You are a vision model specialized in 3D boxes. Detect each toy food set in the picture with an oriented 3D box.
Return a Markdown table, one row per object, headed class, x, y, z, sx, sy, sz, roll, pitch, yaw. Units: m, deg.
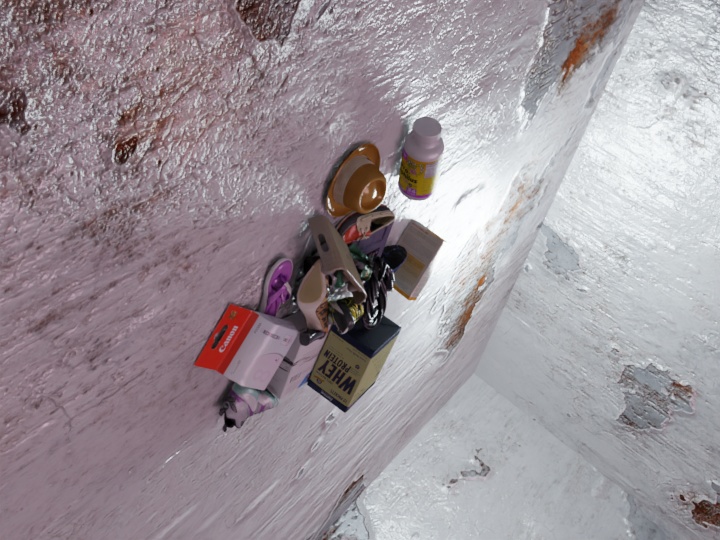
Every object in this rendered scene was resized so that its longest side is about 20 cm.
| class | x | y | z | sx | sy | sz | roll | pitch | yaw |
| --- | --- | --- | --- | --- | --- | --- | --- | --- | --- |
| toy food set | -0.056 | -0.019 | 1.629 | 0.059 | 0.146 | 0.200 | -26 | 150 | 7 |

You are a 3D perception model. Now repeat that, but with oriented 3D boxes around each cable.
| class | x | y | z | sx | sy | sz | roll | pitch | yaw |
| --- | --- | --- | --- | --- | --- | --- | --- | --- | --- |
| cable | 0.037 | 0.058 | 1.822 | 0.201 | 0.050 | 0.166 | 74 | 37 | -66 |

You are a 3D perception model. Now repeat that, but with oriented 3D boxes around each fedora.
| class | x | y | z | sx | sy | sz | roll | pitch | yaw |
| --- | --- | --- | --- | --- | --- | --- | --- | --- | --- |
| fedora | 0.005 | -0.188 | 1.618 | 0.201 | 0.081 | 0.203 | -45 | 157 | -25 |

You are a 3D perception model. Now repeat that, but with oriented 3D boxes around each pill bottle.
| class | x | y | z | sx | sy | sz | roll | pitch | yaw |
| --- | --- | --- | --- | --- | --- | --- | --- | --- | --- |
| pill bottle | 0.153 | -0.279 | 1.776 | 0.104 | 0.103 | 0.203 | -40 | 154 | -31 |

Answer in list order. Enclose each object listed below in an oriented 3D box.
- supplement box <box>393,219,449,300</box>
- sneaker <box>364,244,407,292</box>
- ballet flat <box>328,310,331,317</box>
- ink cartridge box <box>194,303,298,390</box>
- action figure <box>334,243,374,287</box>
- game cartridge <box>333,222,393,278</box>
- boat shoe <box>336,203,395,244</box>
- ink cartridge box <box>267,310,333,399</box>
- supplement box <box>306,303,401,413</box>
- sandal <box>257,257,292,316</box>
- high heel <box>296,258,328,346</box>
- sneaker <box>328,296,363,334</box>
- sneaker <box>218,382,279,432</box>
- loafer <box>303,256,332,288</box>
| class | x | y | z | sx | sy | sz | roll | pitch | yaw |
| --- | --- | --- | --- | --- | --- | --- | --- | --- | --- |
| supplement box | 0.158 | -0.030 | 2.116 | 0.203 | 0.125 | 0.073 | -58 | 157 | 11 |
| sneaker | 0.056 | 0.005 | 2.043 | 0.199 | 0.075 | 0.079 | -43 | 165 | -11 |
| ballet flat | -0.055 | 0.117 | 1.940 | 0.198 | 0.069 | 0.071 | -21 | 141 | -57 |
| ink cartridge box | -0.246 | 0.173 | 1.573 | 0.165 | 0.057 | 0.198 | -58 | 146 | 7 |
| action figure | 0.000 | 0.000 | 1.843 | 0.120 | 0.054 | 0.199 | -61 | 162 | 6 |
| game cartridge | 0.011 | -0.058 | 1.889 | 0.198 | 0.038 | 0.132 | -29 | 143 | -49 |
| boat shoe | 0.008 | -0.110 | 1.767 | 0.199 | 0.062 | 0.072 | -35 | 153 | -40 |
| ink cartridge box | -0.162 | 0.206 | 1.826 | 0.144 | 0.083 | 0.204 | -24 | 144 | -55 |
| supplement box | -0.015 | 0.229 | 1.910 | 0.199 | 0.132 | 0.203 | -31 | 149 | -60 |
| sandal | -0.184 | 0.058 | 1.611 | 0.082 | 0.049 | 0.206 | -30 | 149 | -48 |
| high heel | -0.098 | 0.067 | 1.674 | 0.142 | 0.069 | 0.206 | -23 | 124 | -74 |
| sneaker | -0.030 | 0.094 | 1.706 | 0.082 | 0.076 | 0.200 | -19 | -170 | -6 |
| sneaker | -0.291 | 0.348 | 1.780 | 0.141 | 0.077 | 0.200 | -52 | 149 | -3 |
| loafer | -0.095 | 0.042 | 1.724 | 0.069 | 0.074 | 0.203 | -19 | 145 | -20 |
